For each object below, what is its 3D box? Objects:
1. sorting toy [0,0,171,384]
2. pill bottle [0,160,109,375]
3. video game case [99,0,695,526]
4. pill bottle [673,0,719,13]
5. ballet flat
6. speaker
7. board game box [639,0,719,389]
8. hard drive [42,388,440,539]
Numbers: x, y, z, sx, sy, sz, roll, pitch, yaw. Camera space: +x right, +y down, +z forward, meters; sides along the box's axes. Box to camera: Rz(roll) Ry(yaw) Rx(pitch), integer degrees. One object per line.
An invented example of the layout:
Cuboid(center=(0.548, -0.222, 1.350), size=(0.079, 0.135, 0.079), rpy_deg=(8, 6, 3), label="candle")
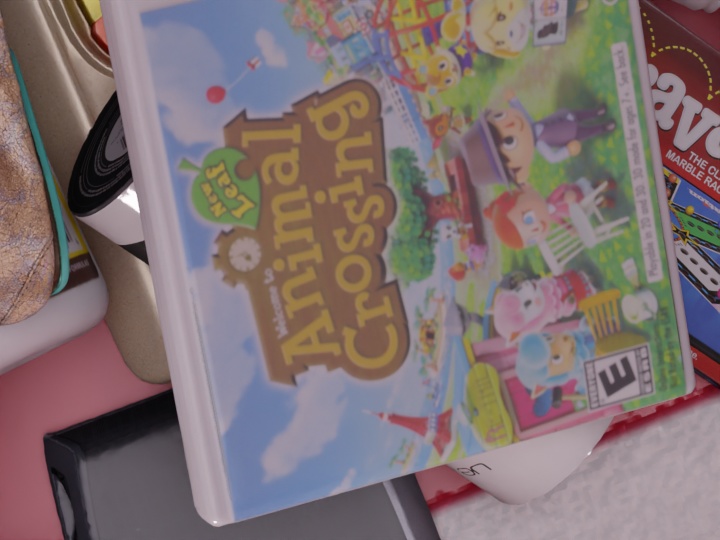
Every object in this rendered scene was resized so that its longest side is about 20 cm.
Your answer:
Cuboid(center=(-0.029, -0.079, 1.044), size=(0.199, 0.036, 0.186), rpy_deg=(-24, 90, -3), label="sorting toy")
Cuboid(center=(-0.176, -0.051, 0.999), size=(0.109, 0.109, 0.201), rpy_deg=(-25, 90, -3), label="pill bottle")
Cuboid(center=(0.015, -0.033, 0.937), size=(0.181, 0.022, 0.201), rpy_deg=(-14, 104, -18), label="video game case")
Cuboid(center=(0.207, -0.104, 1.021), size=(0.199, 0.111, 0.111), rpy_deg=(21, 88, -2), label="pill bottle")
Cuboid(center=(-0.146, -0.079, 0.920), size=(0.067, 0.068, 0.201), rpy_deg=(-10, 81, -30), label="ballet flat")
Cuboid(center=(0.000, 0.000, 0.992), size=(0.200, 0.081, 0.081), rpy_deg=(35, 87, -23), label="speaker")
Cuboid(center=(0.105, -0.037, 1.041), size=(0.200, 0.019, 0.103), rpy_deg=(33, 86, -14), label="board game box")
Cuboid(center=(-0.028, 0.135, 1.036), size=(0.134, 0.042, 0.201), rpy_deg=(-20, 90, -3), label="hard drive")
